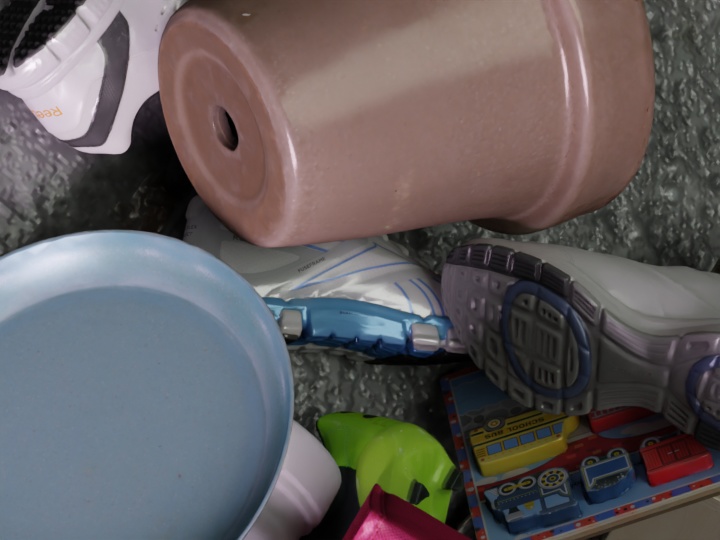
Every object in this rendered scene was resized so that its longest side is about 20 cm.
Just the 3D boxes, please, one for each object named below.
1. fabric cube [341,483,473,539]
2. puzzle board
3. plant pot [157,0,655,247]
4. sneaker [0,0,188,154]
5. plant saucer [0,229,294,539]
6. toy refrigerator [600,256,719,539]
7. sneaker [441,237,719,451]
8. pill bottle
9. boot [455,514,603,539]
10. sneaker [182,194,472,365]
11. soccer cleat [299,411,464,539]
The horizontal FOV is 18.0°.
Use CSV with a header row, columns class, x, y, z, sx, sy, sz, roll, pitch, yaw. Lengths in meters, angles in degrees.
class,x,y,z,sx,sy,sz,roll,pitch,yaw
fabric cube,0.041,0.225,0.942,0.199,0.196,0.201,31,89,3
puzzle board,0.141,0.062,1.098,0.199,0.151,0.017,-18,123,4
plant pot,0.008,-0.090,1.040,0.174,0.200,0.202,-25,99,-28
sneaker,-0.095,-0.139,1.073,0.200,0.073,0.080,-52,126,-20
plant saucer,-0.122,0.073,0.981,0.201,0.199,0.027,-58,153,-22
toy refrigerator,0.185,0.067,1.166,0.070,0.076,0.200,26,45,2
sneaker,0.132,0.029,1.065,0.087,0.199,0.075,-39,144,-55
pill bottle,-0.095,0.153,1.009,0.116,0.116,0.201,41,66,-22
boot,0.110,0.139,1.160,0.200,0.073,0.096,-48,116,-25
sneaker,0.000,0.000,1.110,0.199,0.075,0.087,8,76,-31
soccer cleat,-0.004,0.165,1.098,0.067,0.081,0.202,-4,109,-50
